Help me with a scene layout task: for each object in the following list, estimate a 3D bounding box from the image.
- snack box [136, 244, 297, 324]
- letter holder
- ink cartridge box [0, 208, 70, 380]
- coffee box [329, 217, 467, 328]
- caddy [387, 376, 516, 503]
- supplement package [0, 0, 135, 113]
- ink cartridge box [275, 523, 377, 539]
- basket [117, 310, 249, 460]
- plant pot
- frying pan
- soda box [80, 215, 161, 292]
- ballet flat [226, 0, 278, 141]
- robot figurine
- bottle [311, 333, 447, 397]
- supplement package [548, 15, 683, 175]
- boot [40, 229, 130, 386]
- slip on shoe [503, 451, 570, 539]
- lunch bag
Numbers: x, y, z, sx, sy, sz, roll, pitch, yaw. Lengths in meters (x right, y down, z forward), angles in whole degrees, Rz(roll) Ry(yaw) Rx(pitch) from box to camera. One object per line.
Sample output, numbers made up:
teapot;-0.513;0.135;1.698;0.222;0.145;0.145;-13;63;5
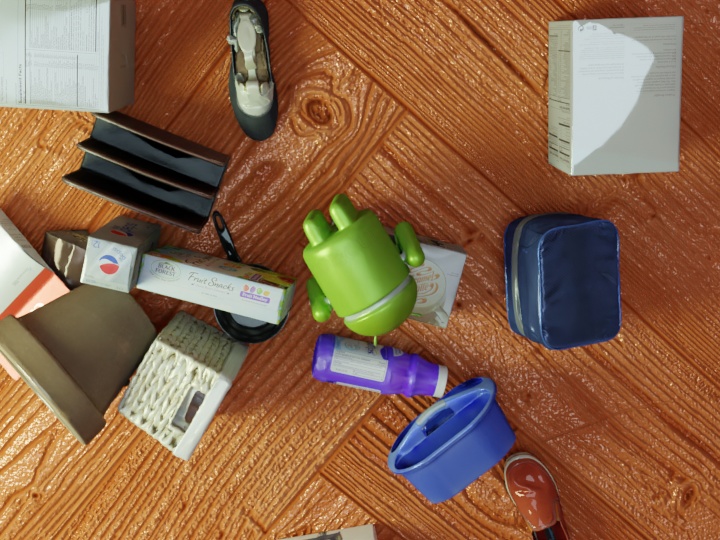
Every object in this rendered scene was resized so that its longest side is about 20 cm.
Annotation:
snack box;-0.194;0.017;1.487;0.197;0.142;0.054;14;96;2
letter holder;-0.292;-0.138;1.475;0.197;0.142;0.102;21;101;-6
ink cartridge box;-0.513;0.033;1.522;0.162;0.057;0.200;-43;81;13
coffee box;0.041;-0.002;1.548;0.197;0.080;0.116;15;101;-5
caddy;0.130;0.240;1.575;0.199;0.142;0.105;-39;106;6
supplement package;-0.410;-0.291;1.412;0.196;0.191;0.150;3;102;-3
ink cartridge box;-0.060;0.486;1.647;0.197;0.084;0.147;-9;102;1
basket;-0.247;0.154;1.514;0.122;0.200;0.137;30;99;-3
plant pot;-0.372;0.106;1.455;0.174;0.200;0.201;-41;102;-18
frying pan;-0.184;0.021;1.570;0.115;0.031;0.190;-43;89;4
soda box;-0.324;-0.026;1.468;0.067;0.200;0.064;12;100;-4
ballet flat;-0.153;-0.278;1.488;0.072;0.073;0.203;-4;103;-1
robot figurine;0.000;0.000;1.447;0.174;0.116;0.201;-31;101;10
bottle;0.028;0.144;1.578;0.197;0.084;0.066;12;101;-4
supplement package;0.344;-0.242;1.473;0.149;0.151;0.204;-2;102;-2
boot;-0.394;0.052;1.556;0.184;0.064;0.203;20;96;-5
slip on shoe;0.277;0.370;1.648;0.073;0.061;0.203;-21;101;4
lunch bag;0.285;0.018;1.539;0.134;0.132;0.204;-6;102;-17
